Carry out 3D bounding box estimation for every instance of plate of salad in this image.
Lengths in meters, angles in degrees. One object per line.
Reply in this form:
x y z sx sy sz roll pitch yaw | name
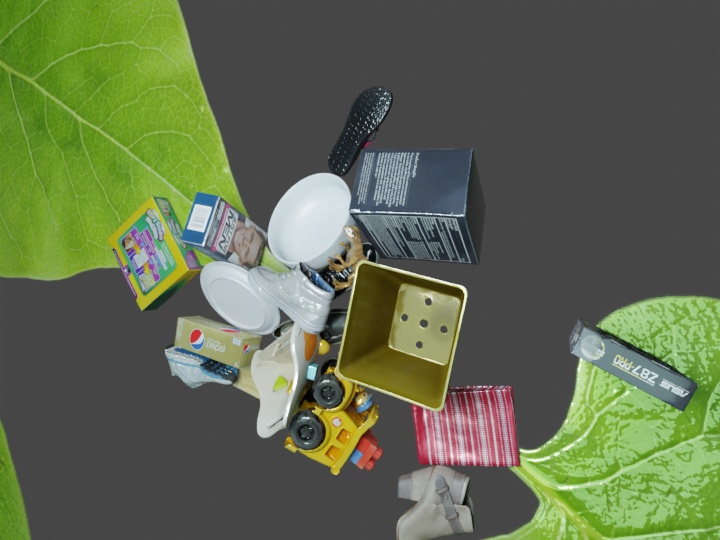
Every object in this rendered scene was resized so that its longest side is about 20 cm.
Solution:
-0.251 0.056 1.124 0.194 0.048 0.204 17 136 17 | plate of salad

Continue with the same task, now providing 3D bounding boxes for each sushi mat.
-0.192 0.242 1.156 0.195 0.012 0.099 20 100 21 | sushi mat

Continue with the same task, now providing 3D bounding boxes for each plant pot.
0.094 0.103 0.950 0.194 0.175 0.207 14 96 22 | plant pot

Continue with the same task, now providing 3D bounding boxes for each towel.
0.193 0.292 0.994 0.194 0.022 0.150 -7 89 22 | towel

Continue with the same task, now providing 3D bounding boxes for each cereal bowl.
-0.084 -0.085 1.053 0.195 0.083 0.206 -16 56 25 | cereal bowl

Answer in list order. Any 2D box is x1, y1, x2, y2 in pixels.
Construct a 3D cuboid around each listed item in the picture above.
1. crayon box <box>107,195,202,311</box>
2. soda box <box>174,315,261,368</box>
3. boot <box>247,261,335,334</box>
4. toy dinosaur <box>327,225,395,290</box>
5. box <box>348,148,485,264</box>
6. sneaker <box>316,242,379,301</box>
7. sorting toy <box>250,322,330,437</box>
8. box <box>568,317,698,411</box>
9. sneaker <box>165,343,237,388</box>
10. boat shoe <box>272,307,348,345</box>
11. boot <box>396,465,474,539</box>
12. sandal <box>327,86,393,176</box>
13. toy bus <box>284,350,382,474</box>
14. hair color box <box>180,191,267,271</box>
-0.486 -0.039 1.251 0.171 0.058 0.204 -35 78 18 | crayon box
-0.316 0.154 1.168 0.195 0.067 0.066 13 95 28 | soda box
-0.126 0.023 0.988 0.197 0.073 0.098 34 114 23 | boot
0.000 0.000 0.967 0.103 0.201 0.062 -17 55 13 | toy dinosaur
0.108 -0.107 0.920 0.192 0.200 0.127 6 71 21 | box
-0.054 0.020 1.044 0.198 0.111 0.074 -39 78 18 | sneaker
-0.146 0.223 1.026 0.199 0.105 0.184 -37 31 47 | sorting toy
0.403 0.134 0.810 0.158 0.199 0.050 31 99 18 | box
-0.356 0.230 1.200 0.194 0.075 0.090 14 113 26 | sneaker
-0.090 0.123 1.085 0.194 0.064 0.076 -15 83 21 | boat shoe
0.142 0.471 0.992 0.141 0.070 0.208 -2 90 20 | boot
0.000 -0.279 1.062 0.076 0.045 0.202 49 121 21 | sandal
-0.027 0.287 1.034 0.189 0.136 0.203 32 100 0 | toy bus
-0.269 -0.069 1.075 0.059 0.200 0.103 12 78 21 | hair color box
